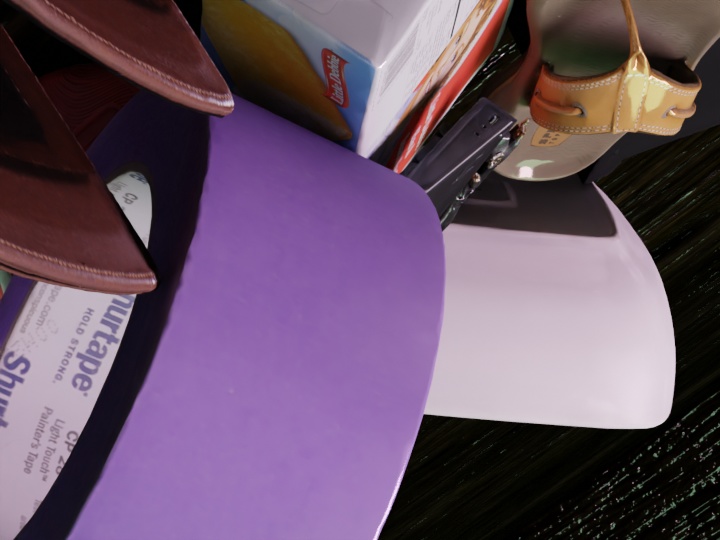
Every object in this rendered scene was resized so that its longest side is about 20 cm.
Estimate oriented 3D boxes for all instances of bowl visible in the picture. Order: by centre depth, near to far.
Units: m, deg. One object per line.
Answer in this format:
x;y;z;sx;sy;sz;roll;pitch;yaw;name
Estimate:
0.039;-0.003;1.064;0.199;0.075;0.200;6;-164;-5;bowl

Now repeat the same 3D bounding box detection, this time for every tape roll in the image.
-0.061;0.045;0.757;0.085;0.201;0.200;26;136;-20;tape roll

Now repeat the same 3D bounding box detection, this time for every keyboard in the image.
0.000;0.000;0.895;0.127;0.021;0.200;-39;173;-42;keyboard

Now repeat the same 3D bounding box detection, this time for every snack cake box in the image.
0.003;-0.091;0.824;0.115;0.067;0.200;-55;174;-17;snack cake box

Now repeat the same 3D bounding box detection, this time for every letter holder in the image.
-0.076;-0.080;0.586;0.100;0.142;0.200;-34;167;8;letter holder

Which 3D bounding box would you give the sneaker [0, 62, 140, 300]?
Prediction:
-0.101;-0.033;0.921;0.116;0.078;0.200;-42;179;-43;sneaker

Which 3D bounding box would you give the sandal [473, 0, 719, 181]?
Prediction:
0.090;-0.068;0.899;0.080;0.054;0.200;2;158;-12;sandal

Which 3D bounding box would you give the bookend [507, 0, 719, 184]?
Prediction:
0.182;-0.142;1.017;0.199;0.092;0.199;-20;165;-13;bookend
